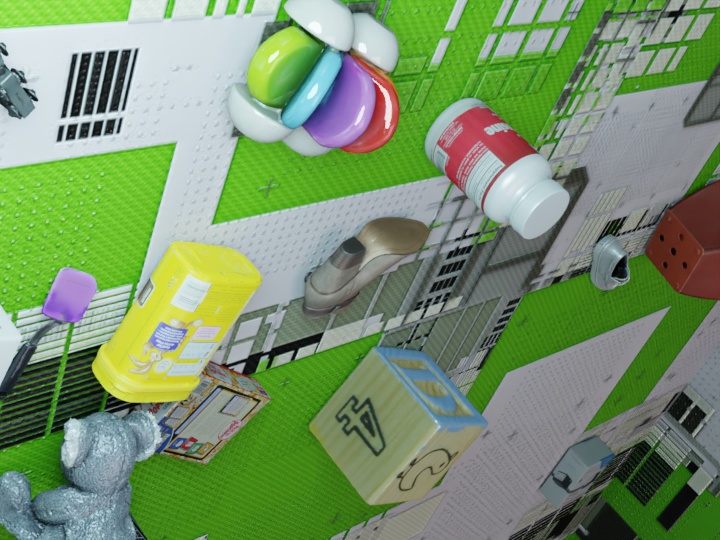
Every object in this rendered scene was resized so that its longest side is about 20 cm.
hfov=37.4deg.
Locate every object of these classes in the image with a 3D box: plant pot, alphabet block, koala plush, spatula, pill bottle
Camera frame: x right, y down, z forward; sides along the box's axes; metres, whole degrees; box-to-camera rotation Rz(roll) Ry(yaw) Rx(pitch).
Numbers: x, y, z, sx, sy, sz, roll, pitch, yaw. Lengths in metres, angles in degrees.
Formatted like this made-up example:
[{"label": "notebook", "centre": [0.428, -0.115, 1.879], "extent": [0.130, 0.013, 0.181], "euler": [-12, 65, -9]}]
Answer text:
[{"label": "plant pot", "centre": [0.740, -0.055, 2.299], "extent": [0.176, 0.200, 0.200], "euler": [-10, 140, -25]}, {"label": "alphabet block", "centre": [0.066, 0.274, 1.889], "extent": [0.200, 0.196, 0.195], "euler": [-52, 149, 17]}, {"label": "koala plush", "centre": [-0.355, 0.276, 1.411], "extent": [0.177, 0.184, 0.200], "euler": [9, 111, -52]}, {"label": "spatula", "centre": [-0.376, 0.080, 1.248], "extent": [0.056, 0.021, 0.200], "euler": [21, 117, -45]}, {"label": "pill bottle", "centre": [0.189, -0.139, 1.467], "extent": [0.112, 0.200, 0.112], "euler": [-31, 150, -20]}]

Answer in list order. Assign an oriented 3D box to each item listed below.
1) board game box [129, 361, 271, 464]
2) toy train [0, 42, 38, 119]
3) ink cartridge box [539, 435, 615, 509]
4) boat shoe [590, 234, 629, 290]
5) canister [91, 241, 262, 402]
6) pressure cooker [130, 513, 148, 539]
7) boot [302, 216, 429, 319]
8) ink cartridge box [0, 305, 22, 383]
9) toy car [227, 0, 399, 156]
[{"label": "board game box", "centre": [-0.240, 0.209, 1.572], "extent": [0.152, 0.046, 0.200], "euler": [-45, 152, 4]}, {"label": "toy train", "centre": [-0.330, -0.199, 0.902], "extent": [0.034, 0.046, 0.200], "euler": [-50, 157, -18]}, {"label": "ink cartridge box", "centre": [0.647, 0.605, 3.181], "extent": [0.145, 0.084, 0.200], "euler": [-13, 140, -43]}, {"label": "boat shoe", "centre": [0.529, -0.003, 2.215], "extent": [0.072, 0.069, 0.200], "euler": [-35, 151, -13]}, {"label": "canister", "centre": [-0.229, 0.065, 1.348], "extent": [0.148, 0.087, 0.200], "euler": [7, 124, -55]}, {"label": "pressure cooker", "centre": [-0.380, 0.462, 1.584], "extent": [0.176, 0.200, 0.179], "euler": [-37, 151, -8]}, {"label": "boot", "centre": [0.000, 0.000, 1.575], "extent": [0.200, 0.070, 0.146], "euler": [-14, 147, -39]}, {"label": "ink cartridge box", "centre": [-0.445, 0.050, 0.994], "extent": [0.200, 0.146, 0.084], "euler": [0, 130, -52]}, {"label": "toy car", "centre": [-0.032, -0.194, 1.168], "extent": [0.175, 0.150, 0.200], "euler": [-52, 150, 18]}]
